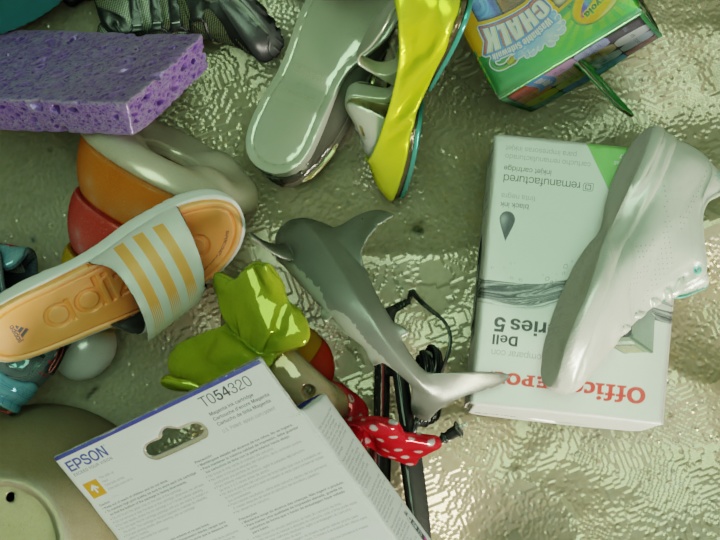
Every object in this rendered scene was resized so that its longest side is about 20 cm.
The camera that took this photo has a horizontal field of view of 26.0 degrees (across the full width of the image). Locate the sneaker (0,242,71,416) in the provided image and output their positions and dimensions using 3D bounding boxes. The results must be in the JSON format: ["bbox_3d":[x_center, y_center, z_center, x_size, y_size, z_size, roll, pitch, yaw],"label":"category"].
[{"bbox_3d":[-0.283,0.009,1.162,0.095,0.079,0.200,-41,72,0],"label":"sneaker"}]

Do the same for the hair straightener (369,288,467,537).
[{"bbox_3d":[0.046,0.113,1.170,0.076,0.041,0.203,-3,76,18],"label":"hair straightener"}]

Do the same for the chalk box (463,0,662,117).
[{"bbox_3d":[0.140,-0.197,1.154,0.123,0.124,0.202,-28,81,15],"label":"chalk box"}]

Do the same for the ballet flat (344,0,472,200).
[{"bbox_3d":[0.025,-0.136,1.138,0.066,0.201,0.067,12,46,-8],"label":"ballet flat"}]

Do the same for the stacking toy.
[{"bbox_3d":[-0.177,-0.008,1.168,0.145,0.146,0.202,28,103,5],"label":"stacking toy"}]

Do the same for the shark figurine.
[{"bbox_3d":[0.006,0.007,1.103,0.090,0.128,0.215,-45,61,2],"label":"shark figurine"}]

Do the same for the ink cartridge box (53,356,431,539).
[{"bbox_3d":[-0.077,0.160,1.056,0.195,0.043,0.201,-25,108,30],"label":"ink cartridge box"}]

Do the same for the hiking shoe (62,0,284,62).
[{"bbox_3d":[-0.153,-0.197,1.208,0.199,0.076,0.101,30,93,14],"label":"hiking shoe"}]

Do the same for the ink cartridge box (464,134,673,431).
[{"bbox_3d":[0.158,0.012,1.158,0.144,0.084,0.203,6,83,2],"label":"ink cartridge box"}]

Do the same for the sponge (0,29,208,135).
[{"bbox_3d":[-0.222,-0.140,1.147,0.198,0.112,0.030,6,126,27],"label":"sponge"}]

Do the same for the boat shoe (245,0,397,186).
[{"bbox_3d":[-0.021,-0.157,1.198,0.072,0.060,0.203,28,82,16],"label":"boat shoe"}]

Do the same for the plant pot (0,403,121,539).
[{"bbox_3d":[-0.243,0.195,1.120,0.198,0.134,0.203,0,83,1],"label":"plant pot"}]

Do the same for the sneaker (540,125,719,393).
[{"bbox_3d":[0.197,0.004,1.085,0.088,0.075,0.202,28,82,-8],"label":"sneaker"}]

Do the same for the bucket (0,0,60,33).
[{"bbox_3d":[-0.303,-0.267,1.139,0.205,0.207,0.136,-16,76,-1],"label":"bucket"}]

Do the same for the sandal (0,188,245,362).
[{"bbox_3d":[-0.165,0.021,1.078,0.205,0.080,0.059,-28,42,-5],"label":"sandal"}]

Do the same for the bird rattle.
[{"bbox_3d":[-0.038,0.074,1.117,0.199,0.163,0.113,33,95,-16],"label":"bird rattle"}]
